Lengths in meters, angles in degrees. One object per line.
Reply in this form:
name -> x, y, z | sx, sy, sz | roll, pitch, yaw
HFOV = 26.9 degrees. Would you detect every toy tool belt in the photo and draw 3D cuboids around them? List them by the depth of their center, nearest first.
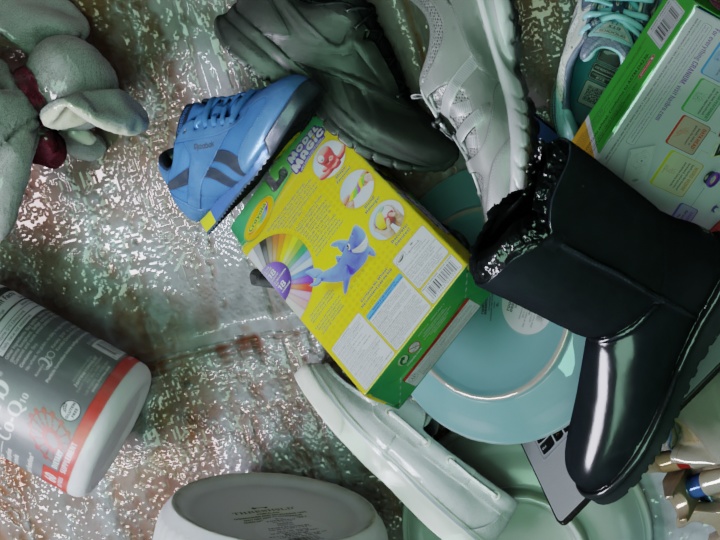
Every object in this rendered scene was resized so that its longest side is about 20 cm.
toy tool belt -> 0.266, 0.136, 1.079 | 0.122, 0.125, 0.202 | -16, 105, 46

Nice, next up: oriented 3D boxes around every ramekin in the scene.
ramekin -> -0.068, 0.227, 1.135 | 0.197, 0.200, 0.107 | 8, 100, 10

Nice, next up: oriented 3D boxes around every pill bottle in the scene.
pill bottle -> -0.273, 0.081, 1.171 | 0.198, 0.116, 0.117 | 28, 112, 3

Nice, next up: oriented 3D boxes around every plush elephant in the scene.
plush elephant -> -0.242, -0.113, 1.095 | 0.153, 0.166, 0.201 | -13, 146, -19

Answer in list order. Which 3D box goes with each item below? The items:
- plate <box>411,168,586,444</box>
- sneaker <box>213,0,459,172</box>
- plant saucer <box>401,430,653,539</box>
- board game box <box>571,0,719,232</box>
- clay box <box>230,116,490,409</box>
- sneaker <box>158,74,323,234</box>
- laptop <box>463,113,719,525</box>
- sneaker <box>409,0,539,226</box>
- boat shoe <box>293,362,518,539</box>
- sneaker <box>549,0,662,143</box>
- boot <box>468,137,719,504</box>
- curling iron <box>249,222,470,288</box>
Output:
plate -> 0.094, 0.023, 1.071 | 0.198, 0.025, 0.203 | -1, 88, 33
sneaker -> -0.006, -0.145, 1.061 | 0.199, 0.076, 0.091 | 36, 106, -3
plant saucer -> 0.125, 0.211, 1.159 | 0.197, 0.050, 0.203 | 4, 109, 12
board game box -> 0.249, -0.079, 0.994 | 0.198, 0.040, 0.154 | 22, 115, -22
clay box -> -0.004, -0.012, 1.063 | 0.115, 0.047, 0.200 | -51, 50, 11
sneaker -> -0.094, -0.094, 1.057 | 0.079, 0.066, 0.200 | 46, 148, -3
laptop -> 0.133, 0.033, 1.066 | 0.115, 0.201, 0.188 | 24, 117, -34
sneaker -> 0.077, -0.114, 1.035 | 0.081, 0.075, 0.203 | -10, 81, 14
boat shoe -> 0.034, 0.128, 1.129 | 0.069, 0.072, 0.200 | -46, 64, -2
sneaker -> 0.177, -0.169, 1.001 | 0.077, 0.086, 0.203 | 14, 111, 7
boot -> 0.136, 0.033, 0.960 | 0.167, 0.076, 0.202 | 24, 102, -19
curling iron -> 0.000, 0.000, 1.105 | 0.198, 0.025, 0.050 | -7, 73, 36
